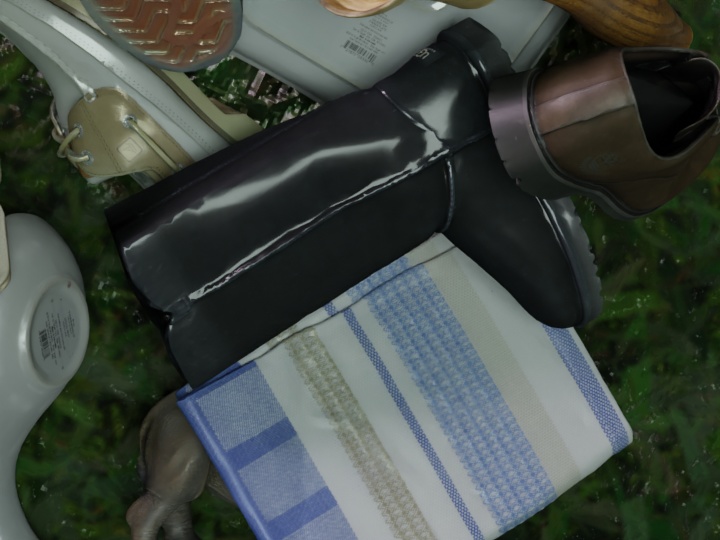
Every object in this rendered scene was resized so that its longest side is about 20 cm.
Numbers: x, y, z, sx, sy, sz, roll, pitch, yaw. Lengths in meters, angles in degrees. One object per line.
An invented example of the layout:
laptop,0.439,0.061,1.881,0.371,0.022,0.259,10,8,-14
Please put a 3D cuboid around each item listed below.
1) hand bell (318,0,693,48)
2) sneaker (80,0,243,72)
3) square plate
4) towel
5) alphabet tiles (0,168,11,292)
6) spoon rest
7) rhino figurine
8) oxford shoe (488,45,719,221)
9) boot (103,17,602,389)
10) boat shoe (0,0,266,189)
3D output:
hand bell,0.081,-0.135,0.912,0.199,0.104,0.105,17,99,-40
sneaker,-0.107,-0.176,0.855,0.071,0.080,0.200,-20,132,14
square plate,0.029,-0.156,0.934,0.199,0.028,0.199,28,107,-29
towel,0.024,0.071,0.981,0.199,0.024,0.147,-31,88,-20
alphabet tiles,-0.260,-0.025,0.897,0.199,0.015,0.197,-5,69,-9
spoon rest,-0.163,0.070,0.963,0.060,0.099,0.201,5,112,27
rhino figurine,-0.020,0.102,1.004,0.199,0.060,0.088,2,91,-15
oxford shoe,0.139,-0.067,0.937,0.084,0.200,0.073,-17,86,27
boot,0.000,-0.001,0.938,0.199,0.066,0.166,-31,109,-13
boat shoe,-0.111,-0.072,0.942,0.200,0.075,0.069,36,88,-17
